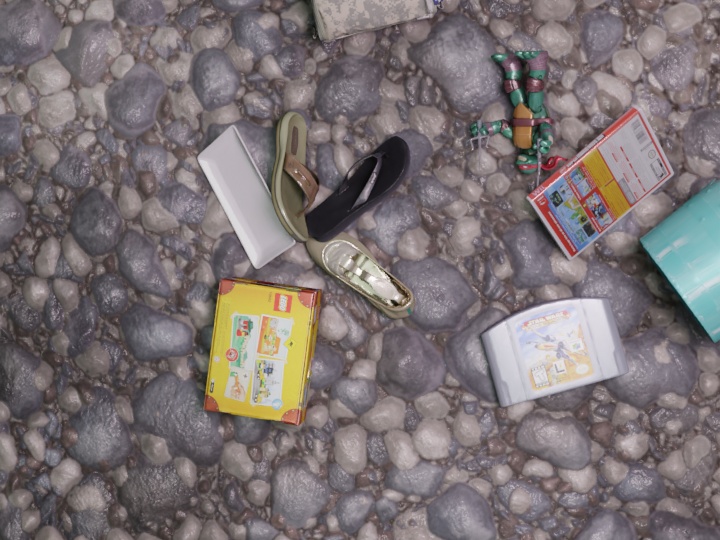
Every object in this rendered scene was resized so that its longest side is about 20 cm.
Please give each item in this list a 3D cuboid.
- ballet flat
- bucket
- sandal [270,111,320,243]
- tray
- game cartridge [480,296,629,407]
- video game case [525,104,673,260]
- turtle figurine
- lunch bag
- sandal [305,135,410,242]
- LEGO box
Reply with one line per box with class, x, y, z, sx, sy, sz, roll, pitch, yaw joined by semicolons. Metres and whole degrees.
ballet flat;0.000;0.000;1.342;0.199;0.069;0.070;35;94;4
bucket;0.490;-0.009;1.231;0.134;0.207;0.208;-36;88;15
sandal;-0.091;-0.142;1.323;0.057;0.080;0.204;-6;77;23
tray;-0.170;-0.111;1.360;0.107;0.022;0.201;-30;87;41
game cartridge;0.286;0.114;1.332;0.198;0.042;0.135;-17;93;6
video game case;0.347;-0.123;1.287;0.200;0.017;0.143;-40;128;4
turtle figurine;0.233;-0.215;1.303;0.149;0.100;0.203;7;103;45
lunch bag;0.010;-0.435;1.304;0.198;0.140;0.170;-12;106;6
sandal;-0.003;-0.122;1.331;0.200;0.043;0.076;-45;51;0
LEGO box;-0.146;0.119;1.352;0.147;0.077;0.203;8;92;5
